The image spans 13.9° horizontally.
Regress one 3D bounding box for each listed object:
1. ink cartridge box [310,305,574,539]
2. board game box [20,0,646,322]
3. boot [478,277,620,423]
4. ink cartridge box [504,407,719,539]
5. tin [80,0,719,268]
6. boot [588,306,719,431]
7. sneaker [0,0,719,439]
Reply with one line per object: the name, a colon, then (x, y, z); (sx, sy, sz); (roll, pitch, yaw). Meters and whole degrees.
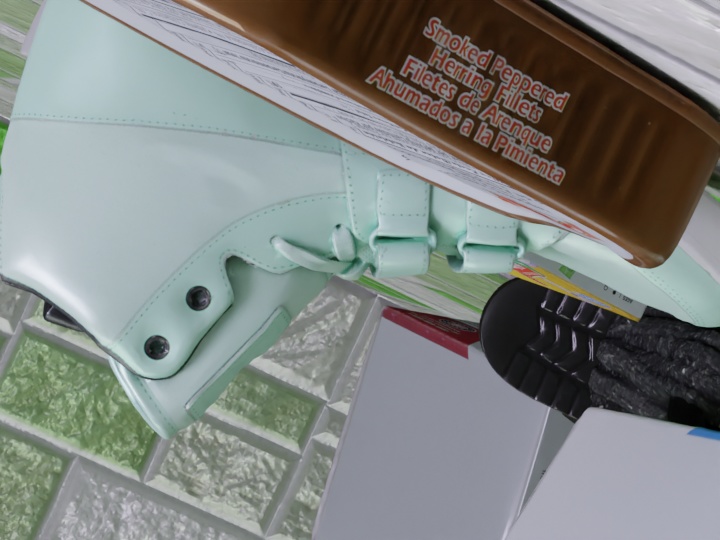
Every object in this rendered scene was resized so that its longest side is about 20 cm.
ink cartridge box: (0.107, 0.117, 1.610); (0.200, 0.145, 0.145); (10, -171, -42)
board game box: (-0.008, -0.043, 0.921); (0.134, 0.034, 0.200); (27, 178, -29)
boot: (0.147, 0.063, 1.440); (0.200, 0.078, 0.138); (38, -178, -1)
ink cartridge box: (0.149, 0.134, 0.872); (0.200, 0.084, 0.145); (38, 167, -22)
tin: (-0.005, -0.053, 0.642); (0.200, 0.042, 0.112); (26, -178, -39)
boot: (0.186, 0.075, 0.939); (0.211, 0.080, 0.158); (37, 168, -17)
sneaker: (0.000, 0.000, 0.759); (0.200, 0.119, 0.074); (24, 176, 0)
